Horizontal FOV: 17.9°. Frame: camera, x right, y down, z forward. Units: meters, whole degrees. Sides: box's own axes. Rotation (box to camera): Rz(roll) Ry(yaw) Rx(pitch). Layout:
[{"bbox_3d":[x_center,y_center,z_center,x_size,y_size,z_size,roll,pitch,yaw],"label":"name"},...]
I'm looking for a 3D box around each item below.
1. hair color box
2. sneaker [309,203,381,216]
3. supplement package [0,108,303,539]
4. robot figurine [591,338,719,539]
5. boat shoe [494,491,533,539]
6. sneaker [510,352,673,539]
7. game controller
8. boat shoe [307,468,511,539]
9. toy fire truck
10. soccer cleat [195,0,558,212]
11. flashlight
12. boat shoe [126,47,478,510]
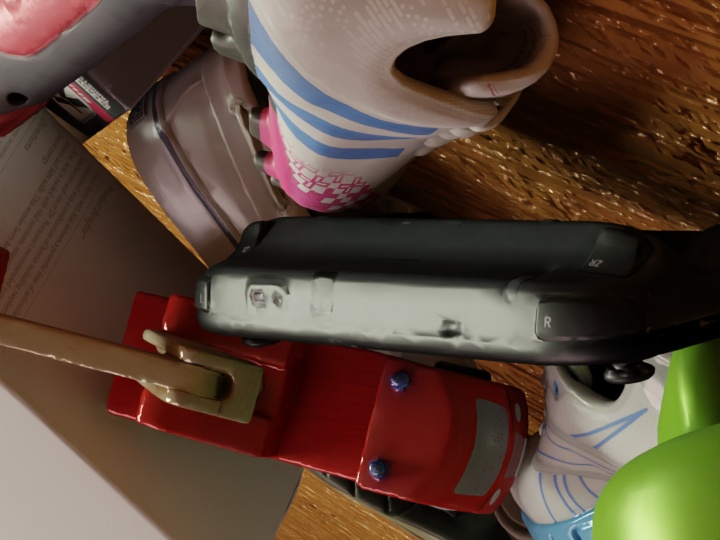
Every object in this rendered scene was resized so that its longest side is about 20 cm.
[{"bbox_3d":[-0.123,-0.102,0.876,0.099,0.061,0.200,42,168,-9],"label":"hair color box"},{"bbox_3d":[-0.027,0.009,0.967,0.067,0.108,0.202,26,131,1],"label":"sneaker"},{"bbox_3d":[-0.129,0.043,0.877,0.119,0.122,0.200,-30,113,37],"label":"supplement package"},{"bbox_3d":[0.122,0.115,0.606,0.174,0.202,0.116,-2,154,-1],"label":"robot figurine"},{"bbox_3d":[0.113,0.099,0.872,0.057,0.067,0.200,48,163,-15],"label":"boat shoe"},{"bbox_3d":[0.089,0.044,0.776,0.087,0.075,0.200,51,161,-5],"label":"sneaker"},{"bbox_3d":[0.039,0.005,0.657,0.104,0.043,0.199,-2,-176,-37],"label":"game controller"},{"bbox_3d":[0.029,0.092,1.084,0.200,0.076,0.074,39,172,5],"label":"boat shoe"},{"bbox_3d":[-0.053,0.034,0.753,0.198,0.049,0.141,14,179,19],"label":"toy fire truck"},{"bbox_3d":[0.013,-0.054,0.633,0.086,0.071,0.200,11,171,9],"label":"soccer cleat"},{"bbox_3d":[-0.102,-0.088,0.706,0.200,0.067,0.068,-29,80,52],"label":"flashlight"},{"bbox_3d":[0.000,0.000,0.842,0.066,0.072,0.201,-32,99,33],"label":"boat shoe"}]
